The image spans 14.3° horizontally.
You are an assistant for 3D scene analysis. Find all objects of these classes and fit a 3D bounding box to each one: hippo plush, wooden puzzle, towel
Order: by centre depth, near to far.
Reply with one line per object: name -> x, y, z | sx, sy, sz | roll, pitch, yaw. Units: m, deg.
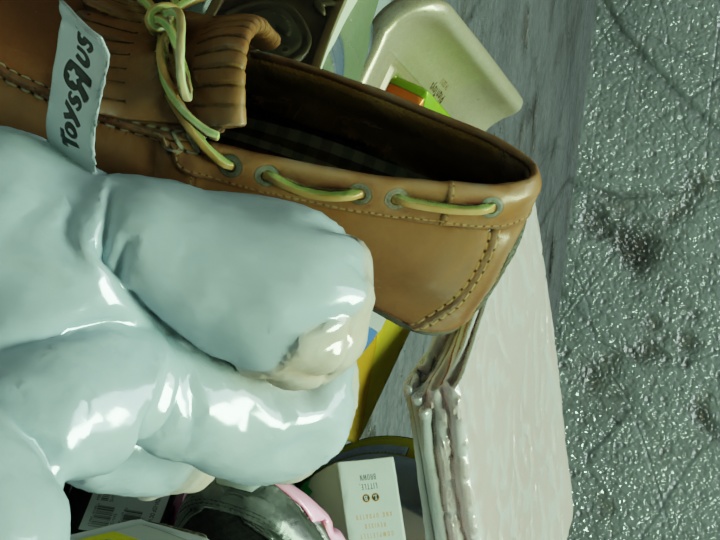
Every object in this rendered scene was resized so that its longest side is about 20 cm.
hippo plush -> -0.084, 0.051, 0.802 | 0.201, 0.158, 0.162 | 85, 14, -53
wooden puzzle -> 0.000, 0.000, 1.133 | 0.201, 0.037, 0.185 | -60, 164, -2
towel -> 0.059, 0.078, 1.261 | 0.191, 0.032, 0.201 | -67, 154, -55

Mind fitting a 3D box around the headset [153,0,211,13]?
headset -> -0.052, -0.095, 1.088 | 0.124, 0.093, 0.201 | 87, 25, -48

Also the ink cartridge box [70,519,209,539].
ink cartridge box -> -0.127, 0.193, 0.922 | 0.199, 0.047, 0.199 | -5, 104, -53

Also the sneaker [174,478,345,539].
sneaker -> -0.050, 0.170, 1.093 | 0.095, 0.078, 0.201 | -50, 146, -53

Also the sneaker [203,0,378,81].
sneaker -> -0.042, -0.044, 0.966 | 0.090, 0.067, 0.201 | 93, 21, -53

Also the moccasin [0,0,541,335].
moccasin -> -0.043, -0.049, 0.854 | 0.078, 0.200, 0.074 | -64, 179, 38

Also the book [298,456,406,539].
book -> 0.002, 0.188, 1.181 | 0.134, 0.048, 0.202 | 135, -52, -69

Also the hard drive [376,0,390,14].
hard drive -> -0.014, -0.187, 1.336 | 0.200, 0.026, 0.133 | -68, 140, -60

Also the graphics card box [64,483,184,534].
graphics card box -> -0.103, 0.165, 1.108 | 0.201, 0.050, 0.126 | -74, 166, -50

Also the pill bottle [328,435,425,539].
pill bottle -> 0.011, 0.141, 1.376 | 0.200, 0.111, 0.113 | -29, 126, -87
